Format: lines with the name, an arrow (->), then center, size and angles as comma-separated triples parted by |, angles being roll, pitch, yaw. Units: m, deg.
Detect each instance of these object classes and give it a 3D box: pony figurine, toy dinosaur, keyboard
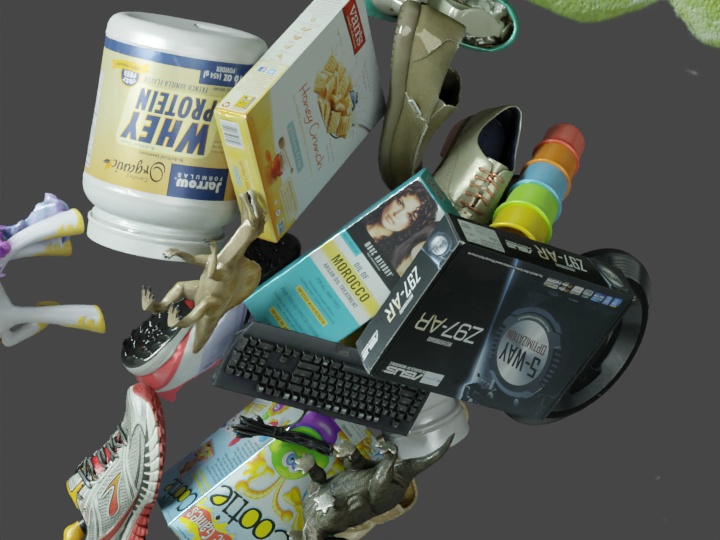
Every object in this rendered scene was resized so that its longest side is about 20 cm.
pony figurine -> -0.339, 0.007, 1.557 | 0.200, 0.166, 0.193 | -21, 118, -27
toy dinosaur -> -0.133, 0.024, 1.538 | 0.101, 0.058, 0.200 | -9, 137, -38
toy dinosaur -> -0.003, 0.203, 1.632 | 0.200, 0.077, 0.102 | -38, 146, -15
keyboard -> -0.041, 0.118, 1.598 | 0.200, 0.021, 0.127 | 17, 120, -23

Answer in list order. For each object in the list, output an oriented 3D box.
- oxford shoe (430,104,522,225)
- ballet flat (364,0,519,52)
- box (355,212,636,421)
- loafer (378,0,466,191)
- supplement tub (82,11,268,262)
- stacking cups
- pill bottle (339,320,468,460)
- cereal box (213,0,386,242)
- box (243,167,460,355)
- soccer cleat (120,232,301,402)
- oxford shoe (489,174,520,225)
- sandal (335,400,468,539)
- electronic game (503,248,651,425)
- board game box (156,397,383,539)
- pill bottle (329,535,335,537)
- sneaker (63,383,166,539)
oxford shoe -> 0.099, -0.074, 1.642 | 0.071, 0.074, 0.200 | 28, 60, -20
ballet flat -> 0.063, -0.252, 1.637 | 0.200, 0.070, 0.067 | 17, 96, -20
box -> 0.120, 0.045, 1.572 | 0.200, 0.044, 0.160 | 17, 122, -30
loafer -> 0.057, -0.152, 1.626 | 0.067, 0.076, 0.200 | 9, 132, 5
supplement tub -> -0.166, -0.118, 1.564 | 0.144, 0.144, 0.200 | 7, 102, -18
stacking cups -> 0.166, -0.070, 1.663 | 0.060, 0.200, 0.061 | 11, 126, 16
pill bottle -> 0.034, 0.073, 1.682 | 0.111, 0.111, 0.200 | -21, 103, -10
cereal box -> -0.049, -0.142, 1.569 | 0.200, 0.039, 0.144 | -52, 144, -35
box -> 0.000, 0.000, 1.583 | 0.200, 0.049, 0.082 | -35, 95, 14
soccer cleat -> -0.130, 0.042, 1.666 | 0.200, 0.068, 0.073 | -39, 128, -4
oxford shoe -> 0.143, -0.010, 1.681 | 0.073, 0.084, 0.200 | 48, 48, -37
sandal -> 0.029, 0.207, 1.747 | 0.212, 0.070, 0.078 | -45, 112, -1
electronic game -> 0.210, 0.067, 1.746 | 0.200, 0.042, 0.200 | -23, 134, -27
board game box -> -0.085, 0.195, 1.692 | 0.200, 0.105, 0.103 | -39, 112, -3
pill bottle -> -0.035, 0.339, 1.740 | 0.113, 0.113, 0.200 | -38, 112, -4
sneaker -> -0.230, 0.196, 1.653 | 0.082, 0.078, 0.200 | 12, 112, -12
